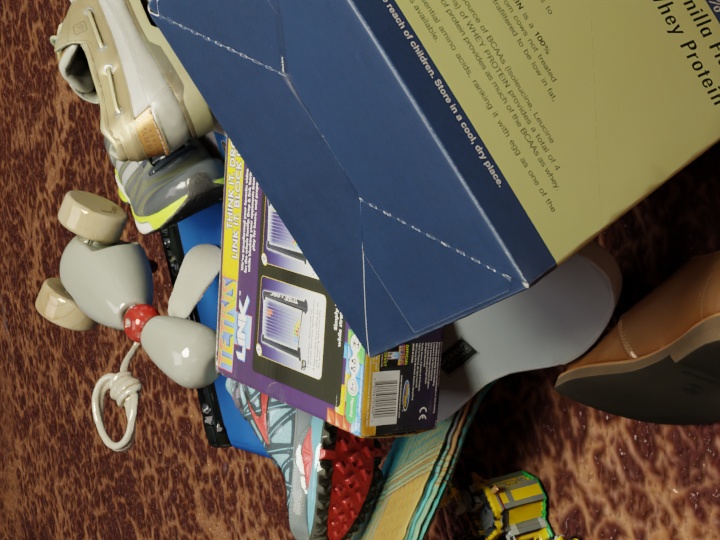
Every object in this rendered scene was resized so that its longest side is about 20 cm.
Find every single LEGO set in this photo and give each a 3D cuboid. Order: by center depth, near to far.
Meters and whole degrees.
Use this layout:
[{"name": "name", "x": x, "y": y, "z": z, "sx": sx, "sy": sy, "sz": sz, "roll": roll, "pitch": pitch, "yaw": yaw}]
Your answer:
[{"name": "LEGO set", "x": 0.053, "y": 0.225, "z": 0.916, "sx": 0.200, "sy": 0.115, "sz": 0.155, "roll": -49, "pitch": 56, "yaw": 55}]

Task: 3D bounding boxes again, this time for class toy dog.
[{"name": "toy dog", "x": -0.151, "y": 0.025, "z": 1.035, "sx": 0.132, "sy": 0.096, "sz": 0.200, "roll": -51, "pitch": 56, "yaw": 29}]

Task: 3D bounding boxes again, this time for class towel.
[{"name": "towel", "x": 0.024, "y": 0.155, "z": 0.908, "sx": 0.201, "sy": 0.022, "sz": 0.147, "roll": -65, "pitch": 7, "yaw": -23}]

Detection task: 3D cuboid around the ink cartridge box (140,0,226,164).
[{"name": "ink cartridge box", "x": -0.093, "y": -0.165, "z": 0.966, "sx": 0.146, "sy": 0.084, "sz": 0.201, "roll": 32, "pitch": 148, "yaw": 64}]

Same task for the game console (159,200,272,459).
[{"name": "game console", "x": -0.076, "y": 0.030, "z": 1.103, "sx": 0.118, "sy": 0.170, "sz": 0.201, "roll": -7, "pitch": 99, "yaw": 30}]

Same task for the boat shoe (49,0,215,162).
[{"name": "boat shoe", "x": -0.169, "y": -0.149, "z": 0.945, "sx": 0.200, "sy": 0.068, "sz": 0.075, "roll": 53, "pitch": 168, "yaw": 37}]

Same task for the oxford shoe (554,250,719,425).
[{"name": "oxford shoe", "x": 0.165, "y": 0.033, "z": 0.729, "sx": 0.200, "sy": 0.071, "sz": 0.072, "roll": -36, "pitch": 36, "yaw": 62}]

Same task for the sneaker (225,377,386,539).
[{"name": "sneaker", "x": -0.041, "y": 0.087, "z": 0.951, "sx": 0.095, "sy": 0.079, "sz": 0.201, "roll": -13, "pitch": 68, "yaw": 29}]

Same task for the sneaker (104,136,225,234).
[{"name": "sneaker", "x": -0.144, "y": -0.081, "z": 0.999, "sx": 0.200, "sy": 0.074, "sz": 0.081, "roll": 28, "pitch": 143, "yaw": 64}]

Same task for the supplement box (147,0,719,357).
[{"name": "supplement box", "x": 0.051, "y": -0.105, "z": 0.668, "sx": 0.201, "sy": 0.199, "sz": 0.134, "roll": 57, "pitch": 147, "yaw": -3}]

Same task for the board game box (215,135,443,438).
[{"name": "board game box", "x": -0.018, "y": -0.022, "z": 0.822, "sx": 0.165, "sy": 0.056, "sz": 0.202, "roll": 17, "pitch": 106, "yaw": 56}]

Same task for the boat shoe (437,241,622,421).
[{"name": "boat shoe", "x": 0.083, "y": 0.024, "z": 0.808, "sx": 0.074, "sy": 0.068, "sz": 0.199, "roll": 41, "pitch": 142, "yaw": -1}]
